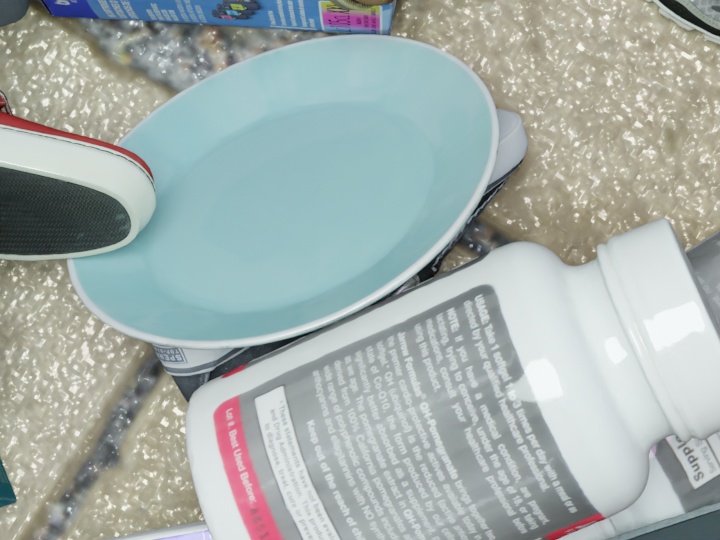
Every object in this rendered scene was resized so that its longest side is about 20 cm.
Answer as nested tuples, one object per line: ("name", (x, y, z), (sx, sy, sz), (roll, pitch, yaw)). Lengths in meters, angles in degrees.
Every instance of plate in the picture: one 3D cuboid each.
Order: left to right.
("plate", (-0.033, -0.032, 0.807), (0.199, 0.026, 0.201), (-14, 40, 12))

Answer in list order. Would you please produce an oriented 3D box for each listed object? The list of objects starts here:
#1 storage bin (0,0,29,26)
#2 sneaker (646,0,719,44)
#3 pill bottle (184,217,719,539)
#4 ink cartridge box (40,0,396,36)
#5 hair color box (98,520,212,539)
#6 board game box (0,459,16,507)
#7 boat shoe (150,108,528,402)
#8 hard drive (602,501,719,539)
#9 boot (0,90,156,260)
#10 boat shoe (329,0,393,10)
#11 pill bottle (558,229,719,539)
("storage bin", (-0.209, -0.183, 0.752), (0.145, 0.134, 0.201), (-18, 72, -12))
("sneaker", (0.141, -0.189, 0.846), (0.074, 0.087, 0.200), (-33, 84, -4))
("pill bottle", (0.043, 0.057, 0.706), (0.199, 0.111, 0.111), (-25, 83, 11))
("ink cartridge box", (-0.079, -0.187, 0.853), (0.199, 0.076, 0.137), (4, 82, -1))
("hair color box", (-0.133, 0.151, 0.792), (0.199, 0.109, 0.065), (-9, 84, 0))
("board game box", (-0.278, 0.072, 0.834), (0.199, 0.047, 0.152), (-22, 83, -3))
("boat shoe", (0.000, 0.000, 0.836), (0.200, 0.072, 0.068), (-36, 118, -18))
("hard drive", (0.079, 0.172, 0.778), (0.199, 0.140, 0.033), (-17, 48, -2))
("boot", (-0.175, -0.084, 0.823), (0.199, 0.073, 0.145), (10, 52, 8))
("boat shoe", (0.044, -0.200, 0.780), (0.068, 0.072, 0.201), (14, 74, 41))
("pill bottle", (0.148, 0.054, 0.801), (0.199, 0.114, 0.114), (-31, 83, -3))
